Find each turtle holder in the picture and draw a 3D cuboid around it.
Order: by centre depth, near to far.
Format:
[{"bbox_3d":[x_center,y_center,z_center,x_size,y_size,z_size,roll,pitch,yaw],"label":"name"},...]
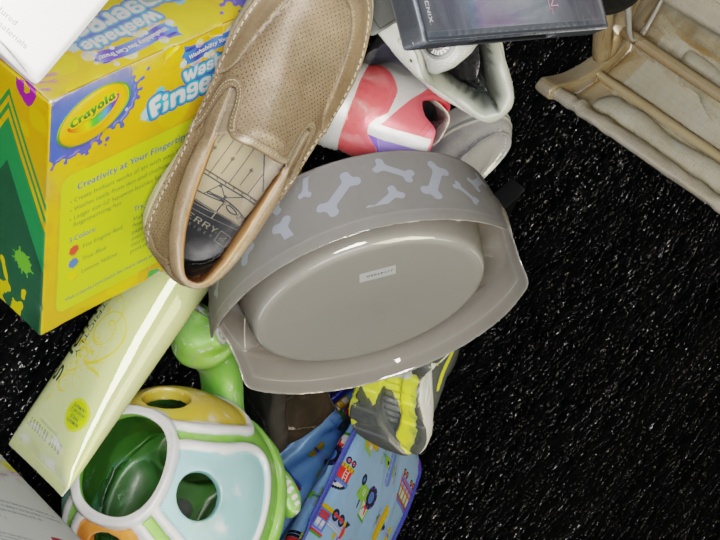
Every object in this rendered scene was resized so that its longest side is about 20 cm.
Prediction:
[{"bbox_3d":[-0.112,0.130,1.500,0.186,0.141,0.132,-48,149,-5],"label":"turtle holder"}]

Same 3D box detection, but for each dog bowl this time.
[{"bbox_3d":[0.000,0.000,1.396,0.199,0.059,0.200,-15,153,-8],"label":"dog bowl"}]

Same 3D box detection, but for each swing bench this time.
[{"bbox_3d":[0.250,-0.166,1.623,0.129,0.199,0.201,-24,141,-39],"label":"swing bench"}]

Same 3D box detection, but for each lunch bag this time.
[{"bbox_3d":[-0.018,0.169,1.739,0.200,0.094,0.151,-53,149,-17],"label":"lunch bag"}]

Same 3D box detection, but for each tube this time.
[{"bbox_3d":[-0.142,0.040,1.439,0.201,0.052,0.058,-55,179,0],"label":"tube"}]

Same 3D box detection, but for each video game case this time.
[{"bbox_3d":[0.066,-0.196,1.299,0.199,0.019,0.144,-12,88,-54],"label":"video game case"}]

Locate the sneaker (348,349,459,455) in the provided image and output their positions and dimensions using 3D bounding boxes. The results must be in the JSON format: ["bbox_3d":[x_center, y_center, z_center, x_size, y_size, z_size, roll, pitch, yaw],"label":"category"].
[{"bbox_3d":[0.032,0.034,1.566,0.201,0.074,0.085,103,8,-49],"label":"sneaker"}]

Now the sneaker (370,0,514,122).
[{"bbox_3d":[0.031,-0.157,1.303,0.074,0.089,0.200,-39,132,8],"label":"sneaker"}]

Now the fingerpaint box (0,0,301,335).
[{"bbox_3d":[-0.121,-0.083,1.328,0.199,0.073,0.168,-29,144,-35],"label":"fingerpaint box"}]

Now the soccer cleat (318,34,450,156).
[{"bbox_3d":[0.025,-0.102,1.449,0.200,0.073,0.069,-46,158,-73],"label":"soccer cleat"}]

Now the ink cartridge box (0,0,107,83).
[{"bbox_3d":[-0.128,-0.197,1.115,0.085,0.146,0.200,42,86,-20],"label":"ink cartridge box"}]

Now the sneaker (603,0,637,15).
[{"bbox_3d":[0.082,-0.203,1.451,0.200,0.108,0.068,-8,134,-42],"label":"sneaker"}]

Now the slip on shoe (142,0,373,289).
[{"bbox_3d":[-0.053,-0.080,1.267,0.076,0.061,0.201,29,106,-22],"label":"slip on shoe"}]

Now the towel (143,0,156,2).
[{"bbox_3d":[-0.046,-0.218,1.168,0.048,0.200,0.172,41,72,-20],"label":"towel"}]

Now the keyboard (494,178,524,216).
[{"bbox_3d":[0.040,0.004,1.668,0.200,0.021,0.127,-43,172,-17],"label":"keyboard"}]

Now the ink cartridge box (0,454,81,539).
[{"bbox_3d":[-0.255,0.163,1.282,0.145,0.200,0.145,-52,149,6],"label":"ink cartridge box"}]

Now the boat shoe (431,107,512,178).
[{"bbox_3d":[0.040,-0.041,1.596,0.199,0.068,0.072,-34,145,-29],"label":"boat shoe"}]

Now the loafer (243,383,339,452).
[{"bbox_3d":[-0.046,0.044,1.564,0.071,0.073,0.200,-24,152,-18],"label":"loafer"}]
